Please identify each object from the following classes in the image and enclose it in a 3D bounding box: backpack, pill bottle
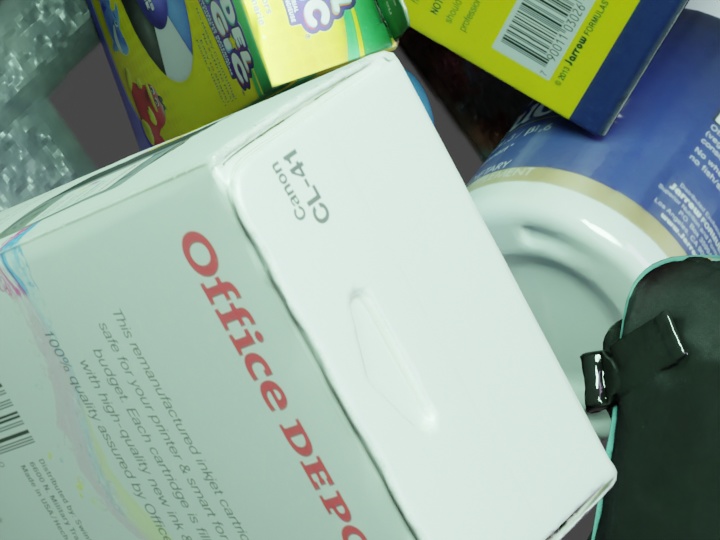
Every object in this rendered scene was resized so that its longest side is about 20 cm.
[{"bbox_3d":[0.179,0.086,0.993,0.200,0.153,0.177,3,97,-47],"label":"backpack"},{"bbox_3d":[0.113,-0.037,1.145,0.111,0.111,0.200,54,46,-16],"label":"pill bottle"}]

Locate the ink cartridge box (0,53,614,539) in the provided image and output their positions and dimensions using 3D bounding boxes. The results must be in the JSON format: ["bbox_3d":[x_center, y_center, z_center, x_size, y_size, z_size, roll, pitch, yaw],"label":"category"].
[{"bbox_3d":[-0.045,0.039,0.889,0.086,0.200,0.148,-38,103,-43],"label":"ink cartridge box"}]

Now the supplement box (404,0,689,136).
[{"bbox_3d":[0.038,-0.160,1.062,0.199,0.110,0.109,30,51,1],"label":"supplement box"}]

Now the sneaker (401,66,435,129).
[{"bbox_3d":[0.000,0.000,1.047,0.066,0.078,0.201,41,50,-24],"label":"sneaker"}]

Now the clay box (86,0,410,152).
[{"bbox_3d":[-0.046,-0.105,0.954,0.047,0.200,0.115,-20,89,-17],"label":"clay box"}]
